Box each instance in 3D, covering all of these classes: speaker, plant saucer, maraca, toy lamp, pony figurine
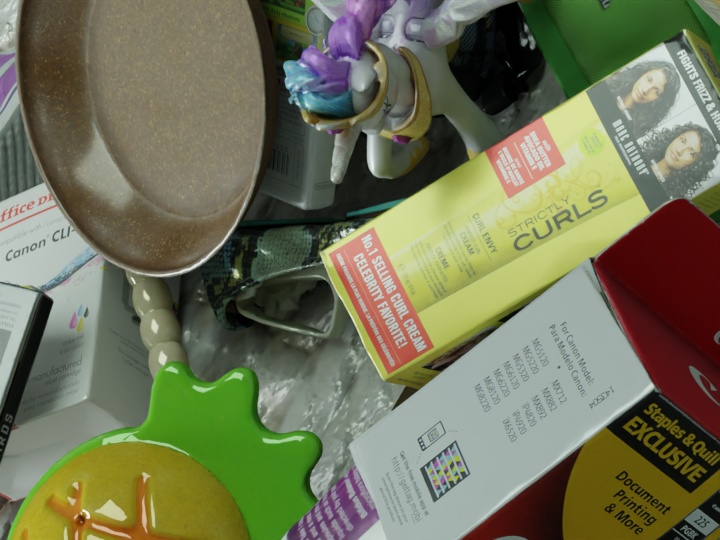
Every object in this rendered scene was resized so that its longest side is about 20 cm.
[{"bbox_3d":[0.136,-0.111,1.468,0.088,0.088,0.200,-40,42,14],"label":"speaker"},{"bbox_3d":[-0.101,-0.098,1.516,0.200,0.037,0.201,14,109,46],"label":"plant saucer"},{"bbox_3d":[-0.098,0.136,1.477,0.137,0.107,0.200,43,110,7],"label":"maraca"},{"bbox_3d":[-0.109,0.021,1.576,0.058,0.058,0.200,-25,66,28],"label":"toy lamp"},{"bbox_3d":[0.028,-0.127,1.386,0.166,0.200,0.193,6,87,22],"label":"pony figurine"}]

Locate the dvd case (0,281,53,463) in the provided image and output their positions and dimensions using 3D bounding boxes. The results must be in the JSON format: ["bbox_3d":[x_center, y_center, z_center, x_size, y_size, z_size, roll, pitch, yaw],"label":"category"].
[{"bbox_3d":[-0.257,0.092,1.574,0.150,0.025,0.200,12,77,24],"label":"dvd case"}]

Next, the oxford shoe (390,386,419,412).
[{"bbox_3d":[0.047,0.039,1.444,0.073,0.084,0.200,26,83,47],"label":"oxford shoe"}]

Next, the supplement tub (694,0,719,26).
[{"bbox_3d":[0.205,-0.170,1.357,0.145,0.200,0.146,-24,48,29],"label":"supplement tub"}]

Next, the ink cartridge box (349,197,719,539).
[{"bbox_3d":[0.129,0.089,1.239,0.176,0.200,0.084,-40,42,16],"label":"ink cartridge box"}]

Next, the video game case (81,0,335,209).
[{"bbox_3d":[-0.079,-0.144,1.524,0.200,0.023,0.182,23,116,43],"label":"video game case"}]

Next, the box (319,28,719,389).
[{"bbox_3d":[0.085,-0.026,1.365,0.200,0.050,0.075,-30,74,17],"label":"box"}]

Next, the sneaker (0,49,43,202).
[{"bbox_3d":[-0.241,-0.054,1.786,0.114,0.073,0.201,13,55,50],"label":"sneaker"}]

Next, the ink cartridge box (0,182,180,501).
[{"bbox_3d":[-0.163,0.015,1.667,0.116,0.067,0.200,-21,49,32],"label":"ink cartridge box"}]

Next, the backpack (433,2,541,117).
[{"bbox_3d":[-0.013,-0.180,1.585,0.200,0.154,0.191,-1,75,42],"label":"backpack"}]

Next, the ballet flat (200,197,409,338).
[{"bbox_3d":[0.000,0.000,1.541,0.200,0.074,0.074,-7,57,42],"label":"ballet flat"}]

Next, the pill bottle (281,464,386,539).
[{"bbox_3d":[0.031,0.134,1.368,0.200,0.112,0.112,-44,41,8],"label":"pill bottle"}]
